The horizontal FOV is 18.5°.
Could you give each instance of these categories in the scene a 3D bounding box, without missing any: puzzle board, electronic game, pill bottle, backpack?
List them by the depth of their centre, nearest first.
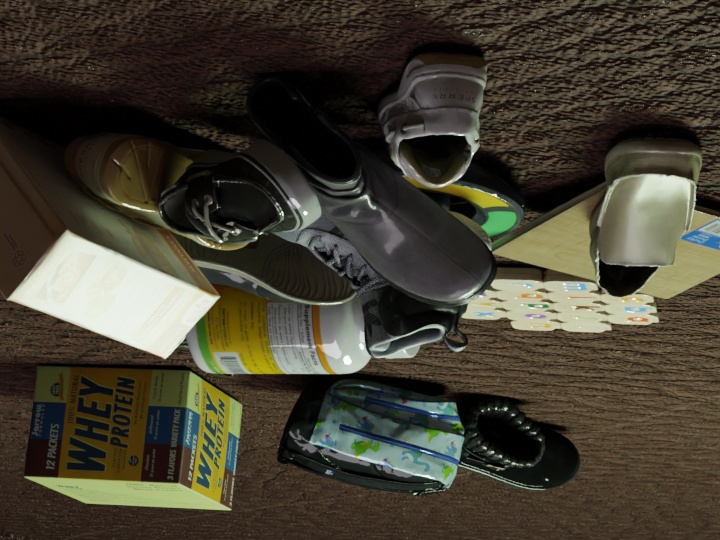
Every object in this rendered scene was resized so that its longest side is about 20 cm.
[{"bbox_3d":[0.031,-0.053,1.757,0.199,0.042,0.200,4,166,1],"label":"electronic game"},{"bbox_3d":[0.229,-0.027,1.812,0.199,0.017,0.151,13,152,-34],"label":"puzzle board"},{"bbox_3d":[-0.049,0.037,1.994,0.199,0.112,0.111,-1,165,18],"label":"pill bottle"},{"bbox_3d":[0.020,0.193,2.557,0.199,0.154,0.163,27,164,4],"label":"backpack"}]

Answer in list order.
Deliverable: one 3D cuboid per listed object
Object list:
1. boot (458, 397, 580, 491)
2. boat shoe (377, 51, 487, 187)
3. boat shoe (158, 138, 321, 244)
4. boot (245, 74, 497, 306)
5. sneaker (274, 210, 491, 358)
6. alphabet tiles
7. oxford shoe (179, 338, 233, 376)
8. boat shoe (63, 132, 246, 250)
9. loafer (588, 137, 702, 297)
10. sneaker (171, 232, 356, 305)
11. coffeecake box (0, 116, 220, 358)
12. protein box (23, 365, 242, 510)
[{"bbox_3d":[0.195,0.211,2.660,0.210,0.080,0.158,10,164,-20],"label":"boot"},{"bbox_3d":[0.048,-0.091,1.548,0.070,0.070,0.200,2,167,-2],"label":"boat shoe"},{"bbox_3d":[-0.090,-0.047,1.591,0.071,0.064,0.200,55,161,-14],"label":"boat shoe"},{"bbox_3d":[0.003,-0.051,1.565,0.200,0.070,0.132,34,174,15],"label":"boot"},{"bbox_3d":[0.000,0.000,1.687,0.199,0.114,0.075,14,158,-12],"label":"sneaker"},{"bbox_3d":[0.181,0.028,2.085,0.195,0.015,0.200,2,165,12],"label":"alphabet tiles"},{"bbox_3d":[-0.114,0.068,2.192,0.199,0.085,0.073,11,162,-31],"label":"oxford shoe"},{"bbox_3d":[-0.152,-0.068,1.719,0.069,0.074,0.200,18,175,35],"label":"boat shoe"},{"bbox_3d":[0.215,-0.038,1.672,0.075,0.069,0.200,1,157,-1],"label":"loafer"},{"bbox_3d":[-0.102,-0.016,1.905,0.199,0.075,0.106,18,167,-14],"label":"sneaker"},{"bbox_3d":[-0.222,-0.028,1.702,0.073,0.154,0.200,-48,147,11],"label":"coffeecake box"},{"bbox_3d":[-0.268,0.201,2.647,0.197,0.136,0.200,1,166,15],"label":"protein box"}]
